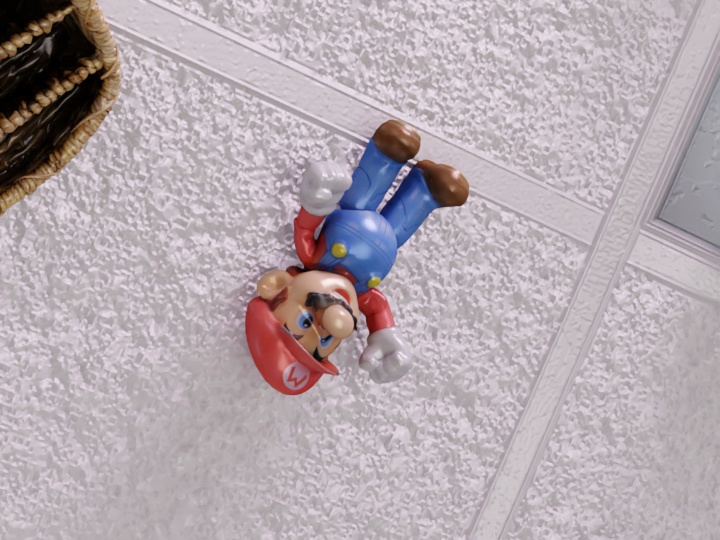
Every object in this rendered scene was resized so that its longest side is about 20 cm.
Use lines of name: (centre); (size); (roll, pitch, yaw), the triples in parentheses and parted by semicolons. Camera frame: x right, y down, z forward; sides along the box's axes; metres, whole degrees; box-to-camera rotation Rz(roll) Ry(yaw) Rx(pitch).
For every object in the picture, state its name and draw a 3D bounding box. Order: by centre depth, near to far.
basket: (-0.244, -0.099, 1.204); (0.199, 0.149, 0.143); (-36, 111, -12)
mario figurine: (0.000, 0.000, 1.338); (0.123, 0.106, 0.201); (32, 79, 11)
